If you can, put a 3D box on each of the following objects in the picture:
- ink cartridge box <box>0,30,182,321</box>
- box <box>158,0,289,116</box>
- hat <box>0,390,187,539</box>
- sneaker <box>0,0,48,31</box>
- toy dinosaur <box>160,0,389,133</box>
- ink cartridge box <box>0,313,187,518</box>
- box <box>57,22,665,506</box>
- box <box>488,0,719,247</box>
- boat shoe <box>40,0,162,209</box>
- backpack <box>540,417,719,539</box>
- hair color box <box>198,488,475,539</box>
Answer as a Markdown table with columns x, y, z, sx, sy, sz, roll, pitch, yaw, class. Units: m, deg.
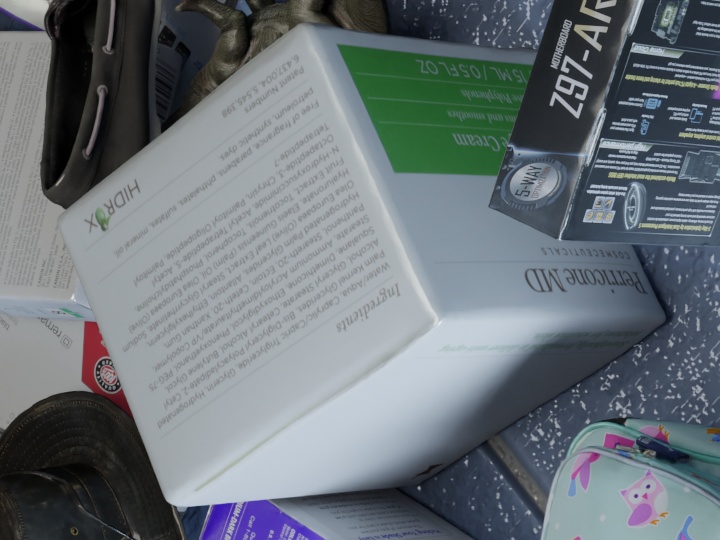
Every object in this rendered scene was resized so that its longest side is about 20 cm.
| x | y | z | sx | sy | sz | roll | pitch | yaw | class |
| --- | --- | --- | --- | --- | --- | --- | --- | --- | --- |
| -0.208 | -0.057 | 1.575 | 0.200 | 0.050 | 0.161 | 3 | 73 | 35 | ink cartridge box |
| -0.059 | -0.145 | 1.551 | 0.119 | 0.041 | 0.200 | 46 | 119 | 30 | box |
| -0.171 | 0.168 | 1.491 | 0.201 | 0.081 | 0.201 | 5 | 98 | 44 | hat |
| -0.230 | -0.135 | 1.676 | 0.200 | 0.081 | 0.146 | 29 | 122 | 26 | sneaker |
| -0.031 | -0.121 | 1.474 | 0.200 | 0.077 | 0.102 | -25 | 99 | 24 | toy dinosaur |
| -0.169 | 0.095 | 1.606 | 0.147 | 0.083 | 0.200 | 39 | 112 | 32 | ink cartridge box |
| 0.000 | 0.000 | 1.395 | 0.200 | 0.199 | 0.171 | -35 | 69 | 33 | box |
| 0.157 | -0.091 | 1.269 | 0.044 | 0.200 | 0.160 | 27 | 107 | 37 | box |
| -0.144 | -0.117 | 1.483 | 0.067 | 0.057 | 0.200 | -40 | 48 | 45 | boat shoe |
| 0.177 | 0.165 | 1.283 | 0.200 | 0.153 | 0.176 | 14 | 93 | 32 | backpack |
| 0.022 | 0.171 | 1.432 | 0.200 | 0.109 | 0.065 | 29 | 107 | 36 | hair color box |
